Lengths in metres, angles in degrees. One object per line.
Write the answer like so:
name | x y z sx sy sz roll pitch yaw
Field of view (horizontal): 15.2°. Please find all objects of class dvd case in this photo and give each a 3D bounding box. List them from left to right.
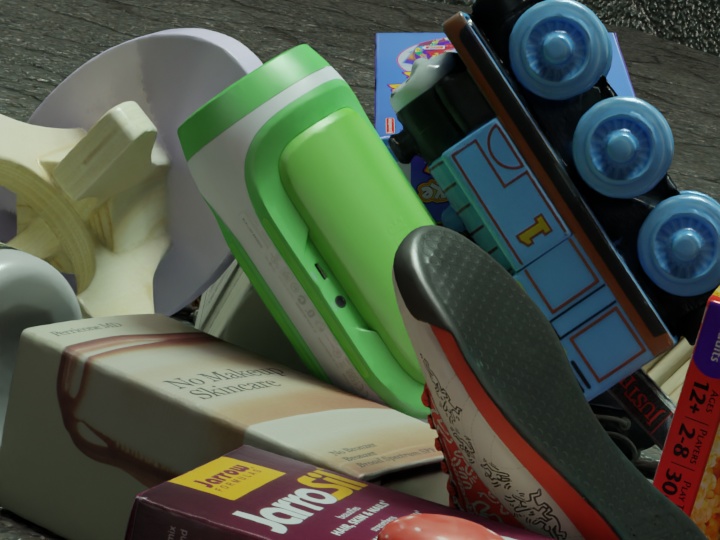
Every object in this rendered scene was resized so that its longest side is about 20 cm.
dvd case | 0.137 0.061 1.359 0.200 0.022 0.146 47 2 27

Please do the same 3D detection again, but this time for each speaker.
speaker | 0.000 0.000 1.236 0.201 0.088 0.088 57 17 1

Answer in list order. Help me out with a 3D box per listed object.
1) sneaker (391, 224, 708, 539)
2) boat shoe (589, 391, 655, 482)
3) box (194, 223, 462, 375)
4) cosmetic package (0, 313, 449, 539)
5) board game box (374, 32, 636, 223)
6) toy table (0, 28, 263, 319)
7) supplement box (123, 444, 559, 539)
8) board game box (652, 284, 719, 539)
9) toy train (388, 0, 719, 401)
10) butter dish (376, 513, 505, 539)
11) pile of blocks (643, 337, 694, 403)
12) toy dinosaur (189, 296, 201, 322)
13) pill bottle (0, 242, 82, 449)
sneaker | 0.051 0.086 1.098 0.202 0.108 0.067 52 37 -6
boat shoe | 0.124 0.078 1.487 0.199 0.062 0.075 17 -7 -22
box | -0.013 0.013 1.395 0.108 0.128 0.200 29 18 -9
cosmetic package | -0.054 0.091 1.190 0.199 0.088 0.103 20 16 33
board game box | 0.073 -0.077 1.394 0.133 0.045 0.200 0 19 1
toy table | -0.140 -0.031 1.346 0.184 0.200 0.117 41 28 12
supplement box | 0.015 0.141 1.026 0.199 0.086 0.110 16 12 18
board game box | 0.230 0.108 1.195 0.199 0.153 0.046 19 19 14
toy train | 0.094 -0.038 1.252 0.201 0.114 0.087 57 7 1
butter dish | 0.014 0.148 0.839 0.199 0.149 0.199 22 15 38
pile of blocks | 0.147 0.006 1.432 0.200 0.062 0.082 48 2 11
toy dinosaur | -0.042 0.005 1.667 0.199 0.102 0.136 25 34 -5
pill bottle | -0.236 0.021 1.273 0.199 0.113 0.112 19 14 34
